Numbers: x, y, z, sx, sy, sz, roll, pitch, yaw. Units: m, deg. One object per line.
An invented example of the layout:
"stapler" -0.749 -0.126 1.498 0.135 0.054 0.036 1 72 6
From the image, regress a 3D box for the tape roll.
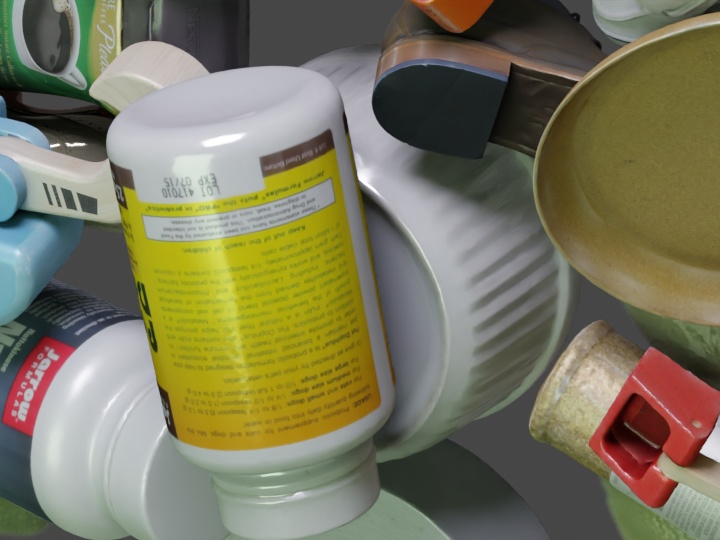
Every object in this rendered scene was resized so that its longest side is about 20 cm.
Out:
"tape roll" 0.013 0.184 1.375 0.199 0.066 0.202 15 119 28

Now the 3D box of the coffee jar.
"coffee jar" -0.149 -0.135 1.313 0.199 0.085 0.105 13 113 28

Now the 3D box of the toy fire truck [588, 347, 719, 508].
"toy fire truck" 0.215 0.091 1.148 0.199 0.141 0.049 36 129 12

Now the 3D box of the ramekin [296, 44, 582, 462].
"ramekin" 0.000 0.000 1.270 0.199 0.105 0.202 14 120 27

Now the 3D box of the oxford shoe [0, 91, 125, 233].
"oxford shoe" -0.170 -0.050 1.374 0.199 0.074 0.071 13 119 27

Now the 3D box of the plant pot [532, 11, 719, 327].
"plant pot" 0.175 -0.047 1.129 0.198 0.028 0.201 2 140 2

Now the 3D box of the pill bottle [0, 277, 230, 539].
"pill bottle" -0.149 0.075 1.367 0.199 0.119 0.120 20 123 39

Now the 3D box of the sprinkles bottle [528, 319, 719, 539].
"sprinkles bottle" 0.179 0.101 1.226 0.199 0.068 0.069 32 126 16

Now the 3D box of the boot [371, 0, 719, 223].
"boot" 0.105 -0.089 1.185 0.199 0.097 0.075 17 136 -11

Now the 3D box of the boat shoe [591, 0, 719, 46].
"boat shoe" 0.142 -0.143 1.091 0.200 0.065 0.074 154 122 -61

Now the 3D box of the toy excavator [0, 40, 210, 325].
"toy excavator" -0.167 -0.038 1.279 0.198 0.100 0.196 14 125 13

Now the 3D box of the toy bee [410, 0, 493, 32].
"toy bee" 0.083 -0.203 1.133 0.109 0.199 0.131 55 172 33

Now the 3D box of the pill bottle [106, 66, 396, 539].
"pill bottle" -0.045 0.017 1.170 0.109 0.109 0.202 2 112 32
